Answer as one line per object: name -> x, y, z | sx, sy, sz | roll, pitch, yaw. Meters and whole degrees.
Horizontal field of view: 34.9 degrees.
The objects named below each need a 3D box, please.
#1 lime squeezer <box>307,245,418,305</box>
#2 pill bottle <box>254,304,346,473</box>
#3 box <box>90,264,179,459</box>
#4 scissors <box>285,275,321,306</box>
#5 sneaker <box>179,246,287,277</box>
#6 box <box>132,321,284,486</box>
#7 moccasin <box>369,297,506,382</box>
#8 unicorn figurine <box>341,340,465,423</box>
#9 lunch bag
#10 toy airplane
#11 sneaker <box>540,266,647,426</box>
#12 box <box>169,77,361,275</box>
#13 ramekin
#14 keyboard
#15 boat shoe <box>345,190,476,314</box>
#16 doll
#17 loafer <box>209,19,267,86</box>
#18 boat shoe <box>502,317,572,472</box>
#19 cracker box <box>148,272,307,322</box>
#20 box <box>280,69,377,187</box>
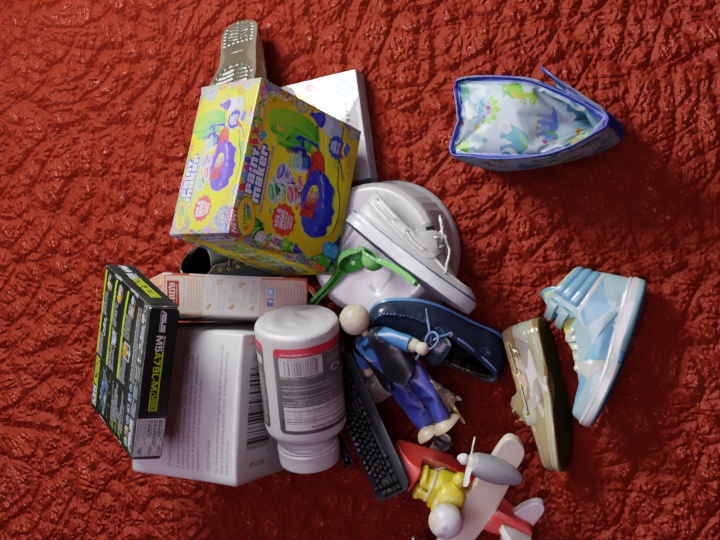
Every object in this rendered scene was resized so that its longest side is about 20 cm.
lime squeezer -> 0.000, 0.000, 1.479 | 0.199, 0.038, 0.071 | -12, 46, 43
pill bottle -> -0.074, 0.155, 1.481 | 0.109, 0.111, 0.202 | 3, 112, 19
box -> -0.293, 0.113, 1.471 | 0.193, 0.047, 0.202 | 30, 114, 60
scissors -> -0.094, -0.007, 1.648 | 0.072, 0.014, 0.203 | -8, 84, 27
sneaker -> -0.152, -0.025, 1.606 | 0.199, 0.106, 0.075 | -31, 67, 21
box -> -0.189, 0.174, 1.573 | 0.169, 0.200, 0.202 | 3, 90, 23
moccasin -> 0.106, 0.091, 1.493 | 0.198, 0.081, 0.069 | 16, 53, -13
unicorn figurine -> 0.046, 0.143, 1.556 | 0.199, 0.074, 0.138 | -15, 119, 44
lunch bag -> 0.229, -0.188, 1.457 | 0.198, 0.170, 0.129 | 6, 94, 20
toy airplane -> 0.138, 0.312, 1.491 | 0.197, 0.141, 0.202 | -9, 103, 29
sneaker -> 0.281, 0.090, 1.482 | 0.129, 0.080, 0.202 | 19, 86, 16
box -> -0.120, -0.115, 1.485 | 0.121, 0.192, 0.202 | 1, 76, 44
ramekin -> 0.030, -0.026, 1.560 | 0.198, 0.098, 0.203 | -1, 88, 19
keyboard -> -0.009, 0.213, 1.530 | 0.127, 0.020, 0.202 | -37, 74, 52
boat shoe -> 0.082, -0.034, 1.460 | 0.201, 0.075, 0.086 | 39, 88, 17
doll -> 0.046, 0.123, 1.462 | 0.201, 0.048, 0.136 | 52, 142, -3
loafer -> -0.164, -0.266, 1.608 | 0.075, 0.068, 0.202 | -9, 51, 21
boat shoe -> 0.231, 0.166, 1.506 | 0.066, 0.074, 0.203 | -12, 82, 29
cracker box -> -0.184, 0.039, 1.540 | 0.198, 0.134, 0.058 | 2, 84, -22
box -> -0.082, -0.186, 1.631 | 0.198, 0.041, 0.158 | -9, 84, 18
